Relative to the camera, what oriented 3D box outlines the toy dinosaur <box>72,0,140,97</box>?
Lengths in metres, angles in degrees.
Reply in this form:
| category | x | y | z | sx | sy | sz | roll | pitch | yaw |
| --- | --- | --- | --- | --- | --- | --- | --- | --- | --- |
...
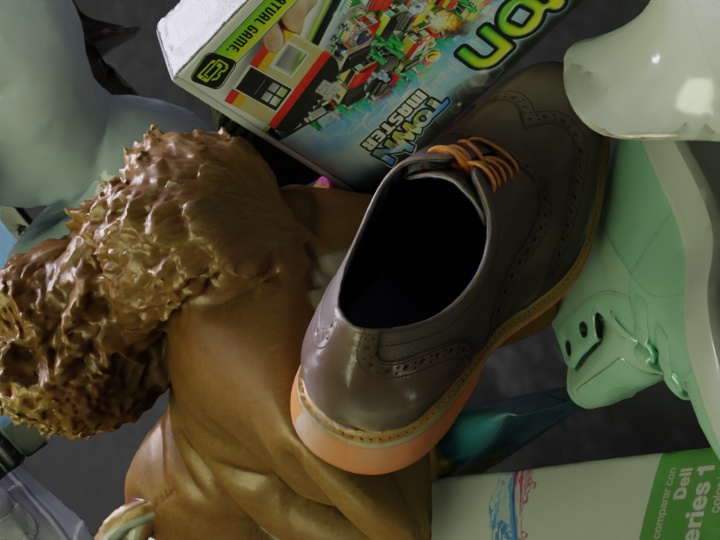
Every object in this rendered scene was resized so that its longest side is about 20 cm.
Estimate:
| category | x | y | z | sx | sy | sz | roll | pitch | yaw |
| --- | --- | --- | --- | --- | --- | --- | --- | --- | --- |
| toy dinosaur | -0.129 | -0.049 | 0.915 | 0.076 | 0.103 | 0.201 | -3 | 127 | 1 |

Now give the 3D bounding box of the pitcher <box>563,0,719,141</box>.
| category | x | y | z | sx | sy | sz | roll | pitch | yaw |
| --- | --- | --- | --- | --- | --- | --- | --- | --- | --- |
| pitcher | 0.174 | -0.124 | 0.599 | 0.170 | 0.122 | 0.201 | 16 | 125 | -1 |

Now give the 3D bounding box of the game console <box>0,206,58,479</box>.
| category | x | y | z | sx | sy | sz | roll | pitch | yaw |
| --- | --- | --- | --- | --- | --- | --- | --- | --- | --- |
| game console | -0.254 | 0.039 | 0.987 | 0.200 | 0.176 | 0.116 | 51 | 150 | -7 |

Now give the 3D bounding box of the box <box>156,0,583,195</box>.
| category | x | y | z | sx | sy | sz | roll | pitch | yaw |
| --- | --- | --- | --- | --- | --- | --- | --- | --- | --- |
| box | 0.031 | -0.122 | 0.670 | 0.200 | 0.110 | 0.035 | -43 | 42 | 21 |

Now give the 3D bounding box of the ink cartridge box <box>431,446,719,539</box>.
| category | x | y | z | sx | sy | sz | roll | pitch | yaw |
| --- | --- | --- | --- | --- | --- | --- | --- | --- | --- |
| ink cartridge box | 0.108 | 0.147 | 0.741 | 0.199 | 0.085 | 0.145 | -12 | 138 | 43 |

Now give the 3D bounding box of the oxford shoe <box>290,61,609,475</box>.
| category | x | y | z | sx | sy | sz | roll | pitch | yaw |
| --- | --- | --- | --- | --- | --- | --- | --- | --- | --- |
| oxford shoe | 0.043 | -0.019 | 0.649 | 0.071 | 0.201 | 0.073 | 22 | 140 | 13 |

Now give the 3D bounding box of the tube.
| category | x | y | z | sx | sy | sz | roll | pitch | yaw |
| --- | --- | --- | --- | --- | --- | --- | --- | --- | --- |
| tube | 0.018 | 0.089 | 0.829 | 0.199 | 0.077 | 0.051 | -30 | 83 | 39 |

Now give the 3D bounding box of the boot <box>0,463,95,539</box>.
| category | x | y | z | sx | sy | sz | roll | pitch | yaw |
| --- | --- | --- | --- | --- | --- | --- | --- | --- | --- |
| boot | -0.230 | 0.156 | 1.073 | 0.200 | 0.095 | 0.074 | 47 | 132 | 12 |

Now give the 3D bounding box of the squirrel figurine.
| category | x | y | z | sx | sy | sz | roll | pitch | yaw |
| --- | --- | --- | --- | --- | --- | --- | --- | --- | --- |
| squirrel figurine | -0.057 | 0.042 | 0.735 | 0.199 | 0.142 | 0.186 | 35 | 143 | -12 |

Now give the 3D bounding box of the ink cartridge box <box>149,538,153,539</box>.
| category | x | y | z | sx | sy | sz | roll | pitch | yaw |
| --- | --- | --- | --- | --- | --- | --- | --- | --- | --- |
| ink cartridge box | -0.037 | 0.163 | 0.948 | 0.199 | 0.043 | 0.175 | 36 | 118 | 24 |

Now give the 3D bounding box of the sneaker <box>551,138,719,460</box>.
| category | x | y | z | sx | sy | sz | roll | pitch | yaw |
| --- | --- | --- | --- | --- | --- | --- | --- | --- | --- |
| sneaker | 0.126 | 0.034 | 0.678 | 0.201 | 0.073 | 0.119 | -97 | 25 | -46 |

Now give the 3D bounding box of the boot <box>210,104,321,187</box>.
| category | x | y | z | sx | sy | sz | roll | pitch | yaw |
| --- | --- | --- | --- | --- | --- | --- | --- | --- | --- |
| boot | -0.071 | -0.153 | 0.777 | 0.200 | 0.072 | 0.183 | 49 | 153 | 47 |

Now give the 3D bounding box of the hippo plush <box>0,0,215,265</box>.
| category | x | y | z | sx | sy | sz | roll | pitch | yaw |
| --- | --- | --- | --- | --- | --- | --- | --- | --- | --- |
| hippo plush | -0.138 | -0.056 | 0.799 | 0.201 | 0.160 | 0.159 | -55 | 30 | -1 |

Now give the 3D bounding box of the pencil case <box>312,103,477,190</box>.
| category | x | y | z | sx | sy | sz | roll | pitch | yaw |
| --- | --- | --- | --- | --- | --- | --- | --- | --- | --- |
| pencil case | 0.000 | 0.000 | 0.818 | 0.088 | 0.087 | 0.200 | 49 | 132 | 13 |
